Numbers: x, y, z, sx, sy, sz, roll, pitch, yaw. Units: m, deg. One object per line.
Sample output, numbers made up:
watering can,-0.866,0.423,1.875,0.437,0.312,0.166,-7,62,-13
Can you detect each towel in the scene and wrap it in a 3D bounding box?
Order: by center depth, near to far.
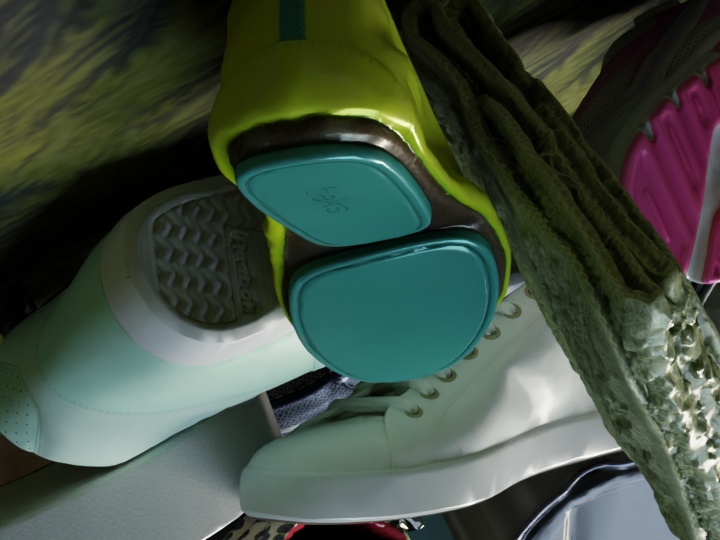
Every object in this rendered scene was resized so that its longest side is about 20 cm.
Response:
towel,0.075,0.016,0.738,0.036,0.148,0.200,-32,139,2

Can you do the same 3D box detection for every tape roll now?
tape roll,-0.125,0.082,0.878,0.203,0.037,0.203,-19,-169,4

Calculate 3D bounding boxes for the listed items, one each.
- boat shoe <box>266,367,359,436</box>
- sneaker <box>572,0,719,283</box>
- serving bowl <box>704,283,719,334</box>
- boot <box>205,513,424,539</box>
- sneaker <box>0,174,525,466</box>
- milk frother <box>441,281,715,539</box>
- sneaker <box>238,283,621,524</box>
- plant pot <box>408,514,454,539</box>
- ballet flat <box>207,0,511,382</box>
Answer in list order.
boat shoe,0.000,0.000,0.941,0.200,0.075,0.093,-31,159,5
sneaker,0.133,-0.071,0.870,0.200,0.081,0.088,-36,-159,-29
serving bowl,0.197,-0.002,1.232,0.200,0.200,0.066,-30,136,18
boot,-0.025,0.108,0.957,0.154,0.074,0.204,-4,-178,43
sneaker,-0.032,0.005,0.812,0.200,0.074,0.118,-14,165,-46
milk frother,0.131,0.067,1.038,0.200,0.181,0.188,-40,-147,7
sneaker,0.031,0.034,0.863,0.073,0.085,0.200,-2,-171,44
plant pot,0.036,0.100,1.191,0.200,0.141,0.141,-38,-176,-34
ballet flat,0.001,-0.028,0.665,0.067,0.067,0.200,-9,161,6
